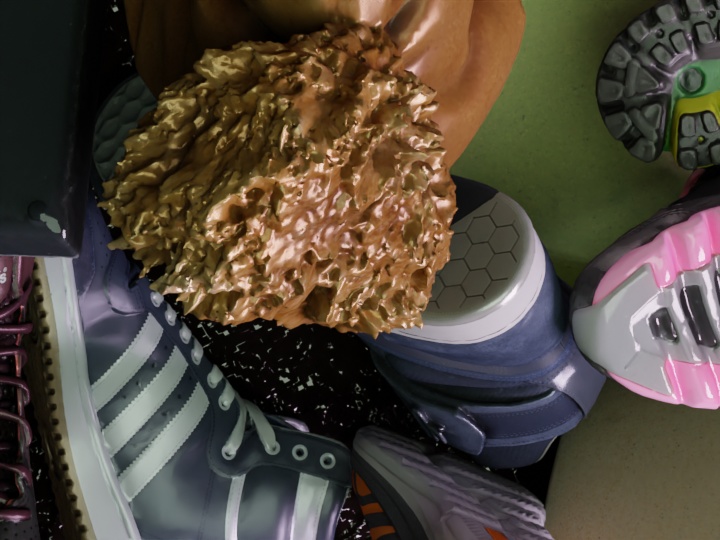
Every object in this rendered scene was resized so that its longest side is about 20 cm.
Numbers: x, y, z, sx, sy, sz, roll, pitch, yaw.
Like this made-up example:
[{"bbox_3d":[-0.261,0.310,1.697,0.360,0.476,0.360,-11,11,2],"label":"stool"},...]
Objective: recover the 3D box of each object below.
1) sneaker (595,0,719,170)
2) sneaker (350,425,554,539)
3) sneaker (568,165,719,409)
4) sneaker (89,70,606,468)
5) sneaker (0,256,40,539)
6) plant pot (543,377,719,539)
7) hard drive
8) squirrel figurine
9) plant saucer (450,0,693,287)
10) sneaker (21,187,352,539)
[{"bbox_3d":[0.179,-0.098,1.011,0.200,0.085,0.078,-15,101,5],"label":"sneaker"},{"bbox_3d":[0.020,0.128,0.990,0.078,0.200,0.112,22,98,-12],"label":"sneaker"},{"bbox_3d":[0.142,-0.012,1.008,0.200,0.095,0.079,-23,116,-33],"label":"sneaker"},{"bbox_3d":[0.000,0.002,1.026,0.077,0.202,0.146,-58,147,-9],"label":"sneaker"},{"bbox_3d":[-0.142,0.040,0.959,0.076,0.200,0.116,4,133,-23],"label":"sneaker"},{"bbox_3d":[0.140,0.095,1.060,0.134,0.200,0.201,13,107,9],"label":"plant pot"},{"bbox_3d":[-0.187,-0.077,0.945,0.200,0.033,0.140,2,75,9],"label":"hard drive"},{"bbox_3d":[-0.010,-0.079,0.858,0.141,0.187,0.200,3,73,-3],"label":"squirrel figurine"},{"bbox_3d":[0.104,-0.077,1.066,0.200,0.031,0.200,-3,108,-10],"label":"plant saucer"},{"bbox_3d":[-0.068,0.042,1.056,0.108,0.070,0.200,-15,103,-15],"label":"sneaker"}]
